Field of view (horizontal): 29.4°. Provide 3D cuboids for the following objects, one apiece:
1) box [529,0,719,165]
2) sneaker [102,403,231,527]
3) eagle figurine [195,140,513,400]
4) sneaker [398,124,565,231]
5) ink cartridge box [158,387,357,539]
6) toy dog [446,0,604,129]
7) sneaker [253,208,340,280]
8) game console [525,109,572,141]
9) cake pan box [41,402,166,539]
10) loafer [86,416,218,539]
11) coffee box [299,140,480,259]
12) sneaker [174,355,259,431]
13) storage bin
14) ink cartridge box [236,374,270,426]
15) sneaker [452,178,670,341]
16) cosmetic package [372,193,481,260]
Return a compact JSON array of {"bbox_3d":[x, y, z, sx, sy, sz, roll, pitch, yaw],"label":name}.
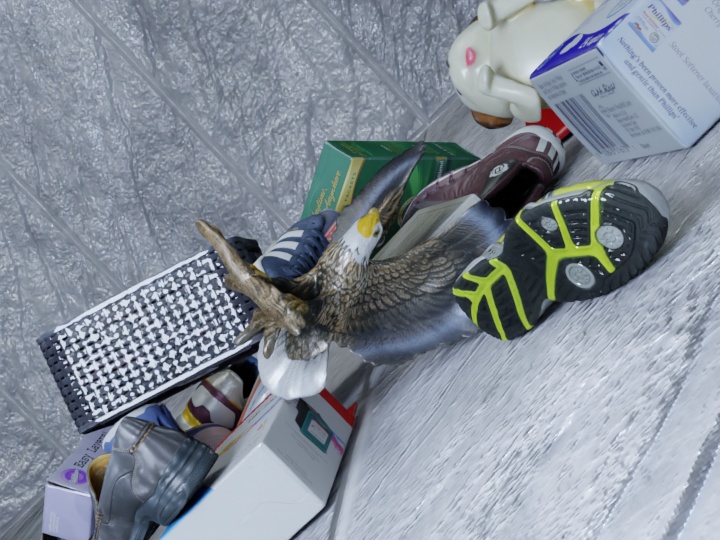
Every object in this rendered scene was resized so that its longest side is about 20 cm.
[{"bbox_3d":[0.251,-0.190,1.053,0.200,0.105,0.184,-44,7,-6],"label":"box"},{"bbox_3d":[-0.149,0.197,1.232,0.080,0.116,0.199,-38,-23,6],"label":"sneaker"},{"bbox_3d":[0.004,-0.003,1.018,0.199,0.153,0.150,-21,3,-36],"label":"eagle figurine"},{"bbox_3d":[0.102,-0.054,1.288,0.200,0.076,0.116,-41,10,27],"label":"sneaker"},{"bbox_3d":[-0.071,0.151,1.058,0.116,0.067,0.200,-44,6,16],"label":"ink cartridge box"},{"bbox_3d":[0.173,-0.208,1.301,0.198,0.141,0.193,-7,5,35],"label":"toy dog"},{"bbox_3d":[-0.040,-0.008,1.163,0.084,0.075,0.200,-40,15,8],"label":"sneaker"},{"bbox_3d":[0.275,-0.217,1.489,0.200,0.119,0.172,-40,-24,28],"label":"game console"},{"bbox_3d":[-0.245,0.238,1.286,0.200,0.052,0.186,-57,-24,-68],"label":"cake pan box"},{"bbox_3d":[-0.172,0.163,1.032,0.200,0.072,0.073,-48,5,49],"label":"loafer"},{"bbox_3d":[0.027,-0.067,1.369,0.199,0.044,0.124,-3,-59,-48],"label":"coffee box"},{"bbox_3d":[-0.120,0.128,1.417,0.090,0.075,0.200,-52,-4,10],"label":"sneaker"},{"bbox_3d":[-0.167,0.057,1.216,0.199,0.094,0.135,-26,-4,5],"label":"storage bin"},{"bbox_3d":[-0.063,0.081,1.250,0.162,0.050,0.202,-100,30,-82],"label":"ink cartridge box"},{"bbox_3d":[0.129,-0.022,0.876,0.076,0.075,0.200,-48,8,-30],"label":"sneaker"},{"bbox_3d":[0.062,0.001,1.171,0.105,0.071,0.200,-47,6,-7],"label":"cosmetic package"}]
